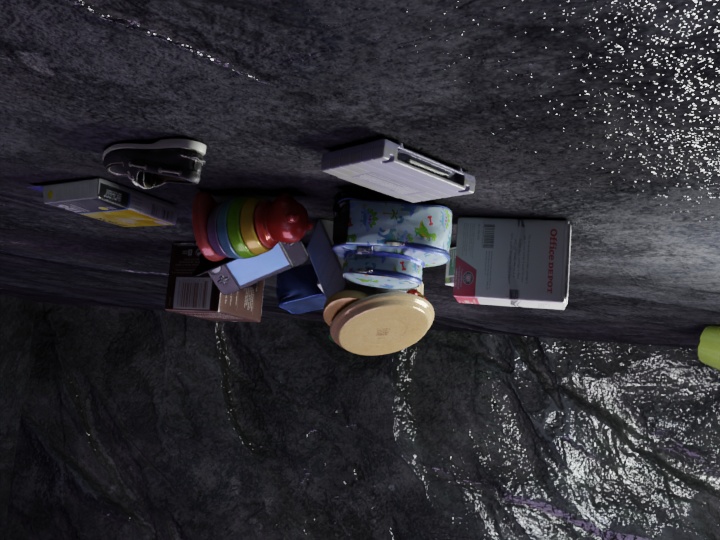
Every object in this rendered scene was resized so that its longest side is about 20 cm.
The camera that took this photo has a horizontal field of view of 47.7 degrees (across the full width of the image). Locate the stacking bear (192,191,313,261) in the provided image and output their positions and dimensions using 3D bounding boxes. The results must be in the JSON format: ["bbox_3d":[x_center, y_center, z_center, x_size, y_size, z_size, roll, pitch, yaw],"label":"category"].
[{"bbox_3d":[-0.180,-0.081,1.413,0.196,0.116,0.121,-6,161,26],"label":"stacking bear"}]

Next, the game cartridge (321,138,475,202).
[{"bbox_3d":[0.054,-0.139,1.153,0.128,0.039,0.198,2,171,45],"label":"game cartridge"}]

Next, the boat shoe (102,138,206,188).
[{"bbox_3d":[-0.305,-0.149,1.189,0.196,0.062,0.074,0,171,30],"label":"boat shoe"}]

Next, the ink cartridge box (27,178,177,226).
[{"bbox_3d":[-0.482,-0.121,1.524,0.197,0.048,0.196,-3,169,31],"label":"ink cartridge box"}]

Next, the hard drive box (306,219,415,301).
[{"bbox_3d":[0.000,0.000,1.549,0.153,0.078,0.201,10,-146,-27],"label":"hard drive box"}]

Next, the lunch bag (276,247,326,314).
[{"bbox_3d":[-0.124,0.017,1.917,0.133,0.135,0.200,-12,168,6],"label":"lunch bag"}]

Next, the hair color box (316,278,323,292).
[{"bbox_3d":[0.015,0.014,1.737,0.197,0.061,0.099,-19,127,29],"label":"hair color box"}]

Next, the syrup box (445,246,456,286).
[{"bbox_3d":[0.282,0.002,1.754,0.196,0.081,0.081,10,170,-28],"label":"syrup box"}]

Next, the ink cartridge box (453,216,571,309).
[{"bbox_3d":[0.270,-0.013,1.445,0.196,0.149,0.085,3,170,15],"label":"ink cartridge box"}]

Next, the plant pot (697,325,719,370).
[{"bbox_3d":[1.174,0.250,2.557,0.198,0.204,0.188,13,-179,-42],"label":"plant pot"}]

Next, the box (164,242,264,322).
[{"bbox_3d":[-0.355,0.032,2.012,0.163,0.168,0.199,0,170,23],"label":"box"}]

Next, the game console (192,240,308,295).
[{"bbox_3d":[-0.206,-0.010,1.568,0.197,0.118,0.177,-22,136,3],"label":"game console"}]

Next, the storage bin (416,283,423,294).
[{"bbox_3d":[0.046,0.012,1.905,0.194,0.096,0.200,3,170,9],"label":"storage bin"}]

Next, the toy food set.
[{"bbox_3d":[0.035,0.091,1.456,0.196,0.049,0.199,-13,146,2],"label":"toy food set"}]

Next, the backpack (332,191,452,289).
[{"bbox_3d":[0.055,-0.045,1.375,0.195,0.151,0.183,1,174,3],"label":"backpack"}]
